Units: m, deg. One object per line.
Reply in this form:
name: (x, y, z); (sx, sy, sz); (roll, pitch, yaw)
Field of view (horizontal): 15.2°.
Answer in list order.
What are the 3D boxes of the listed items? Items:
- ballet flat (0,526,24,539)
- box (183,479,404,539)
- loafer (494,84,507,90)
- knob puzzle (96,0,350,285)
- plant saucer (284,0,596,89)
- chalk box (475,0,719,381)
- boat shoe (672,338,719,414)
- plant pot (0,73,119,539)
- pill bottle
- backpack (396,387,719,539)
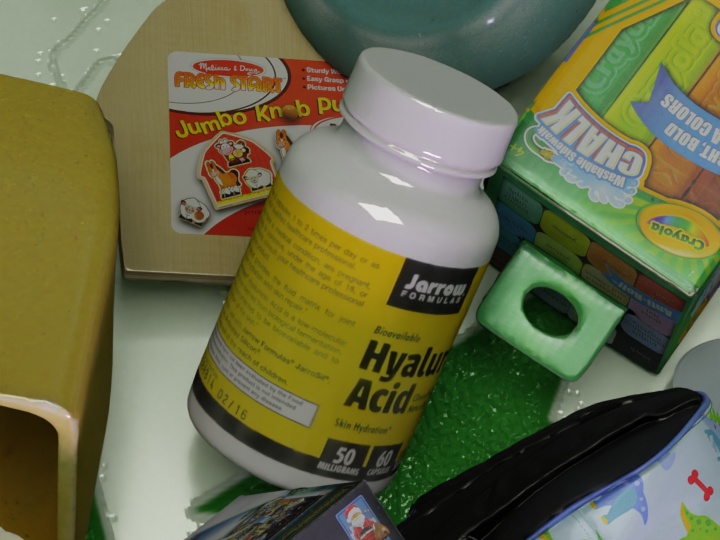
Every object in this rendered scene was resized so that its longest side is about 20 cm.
ballet flat: (-0.168, 0.149, 1.234); (0.067, 0.200, 0.067); (-15, 94, -19)
box: (-0.089, 0.169, 1.214); (0.200, 0.136, 0.038); (-37, 101, -26)
loafer: (0.087, -0.190, 1.414); (0.075, 0.070, 0.201); (22, 98, 6)
knob puzzle: (-0.041, -0.077, 1.413); (0.219, 0.030, 0.221); (5, 61, -9)
plant saucer: (0.036, -0.189, 1.383); (0.199, 0.036, 0.201); (-3, 82, 23)
chalk box: (0.138, -0.040, 1.362); (0.125, 0.124, 0.200); (34, 71, 9)
boat shoe: (0.214, 0.126, 1.339); (0.071, 0.091, 0.200); (-21, 45, -11)
plant pot: (-0.203, 0.011, 1.295); (0.195, 0.195, 0.201); (14, 57, 2)
pill bottle: (0.000, 0.000, 1.296); (0.111, 0.111, 0.201); (24, 109, 6)
backpack: (0.097, 0.152, 1.263); (0.200, 0.183, 0.147); (-34, 98, -12)
